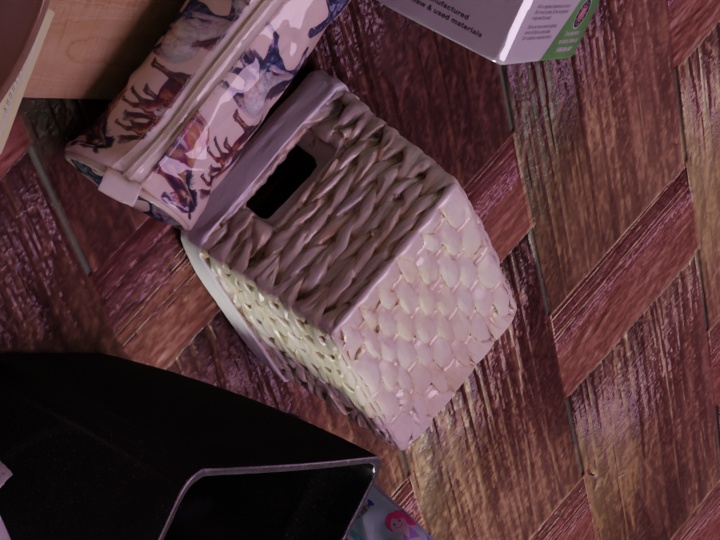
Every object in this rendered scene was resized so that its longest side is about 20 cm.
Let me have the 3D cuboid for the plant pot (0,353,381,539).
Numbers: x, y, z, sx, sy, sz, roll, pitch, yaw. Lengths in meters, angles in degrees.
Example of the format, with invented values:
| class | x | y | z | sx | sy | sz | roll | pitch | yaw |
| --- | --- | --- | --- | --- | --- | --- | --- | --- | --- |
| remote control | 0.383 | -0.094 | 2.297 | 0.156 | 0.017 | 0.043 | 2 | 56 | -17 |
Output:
| class | x | y | z | sx | sy | sz | roll | pitch | yaw |
| --- | --- | --- | --- | --- | --- | --- | --- | --- | --- |
| plant pot | -0.140 | 0.146 | 1.619 | 0.200 | 0.177 | 0.200 | 3 | 117 | -59 |

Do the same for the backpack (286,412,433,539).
| class | x | y | z | sx | sy | sz | roll | pitch | yaw |
| --- | --- | --- | --- | --- | --- | --- | --- | --- | --- |
| backpack | -0.043 | 0.201 | 1.849 | 0.150 | 0.177 | 0.200 | -36 | 151 | -26 |

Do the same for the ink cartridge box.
| class | x | y | z | sx | sy | sz | roll | pitch | yaw |
| --- | --- | --- | --- | --- | --- | --- | --- | --- | --- |
| ink cartridge box | 0.103 | -0.217 | 1.570 | 0.201 | 0.084 | 0.145 | -65 | 165 | 14 |

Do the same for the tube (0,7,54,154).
| class | x | y | z | sx | sy | sz | roll | pitch | yaw |
| --- | --- | --- | --- | --- | --- | --- | --- | --- | --- |
| tube | -0.196 | -0.125 | 1.360 | 0.058 | 0.052 | 0.200 | -33 | 152 | 6 |

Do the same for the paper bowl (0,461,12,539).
| class | x | y | z | sx | sy | sz | roll | pitch | yaw |
| --- | --- | --- | --- | --- | --- | --- | --- | --- | --- |
| paper bowl | -0.245 | 0.167 | 1.456 | 0.201 | 0.104 | 0.201 | -47 | -179 | 1 |

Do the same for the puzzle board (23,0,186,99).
| class | x | y | z | sx | sy | sz | roll | pitch | yaw |
| --- | --- | --- | --- | --- | --- | --- | --- | --- | --- |
| puzzle board | -0.108 | -0.158 | 1.522 | 0.200 | 0.017 | 0.151 | -4 | 122 | -59 |

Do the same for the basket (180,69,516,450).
| class | x | y | z | sx | sy | sz | roll | pitch | yaw |
| --- | --- | --- | --- | --- | --- | --- | --- | --- | --- |
| basket | 0.000 | 0.000 | 1.757 | 0.136 | 0.123 | 0.200 | -50 | 154 | -11 |

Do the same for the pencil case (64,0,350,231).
| class | x | y | z | sx | sy | sz | roll | pitch | yaw |
| --- | --- | --- | --- | --- | --- | --- | --- | --- | --- |
| pencil case | -0.069 | -0.111 | 1.531 | 0.200 | 0.078 | 0.089 | -54 | 172 | -9 |

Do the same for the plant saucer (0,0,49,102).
| class | x | y | z | sx | sy | sz | roll | pitch | yaw |
| --- | --- | --- | --- | --- | --- | --- | --- | --- | --- |
| plant saucer | -0.193 | -0.139 | 1.271 | 0.200 | 0.029 | 0.201 | -45 | 144 | -46 |
